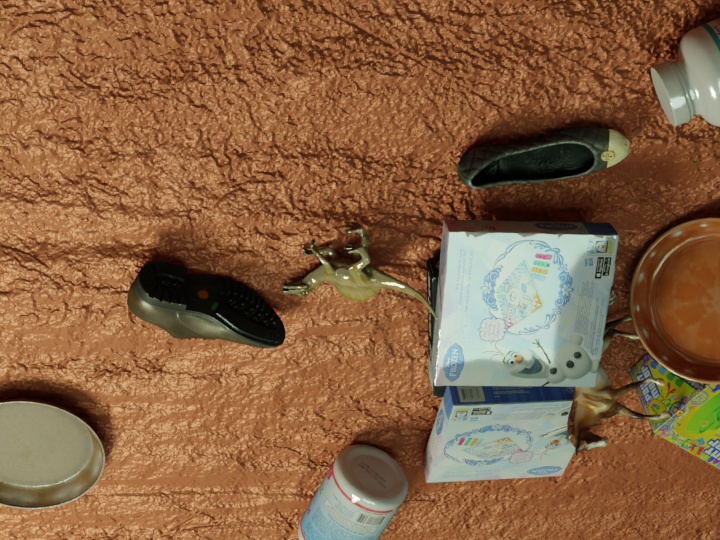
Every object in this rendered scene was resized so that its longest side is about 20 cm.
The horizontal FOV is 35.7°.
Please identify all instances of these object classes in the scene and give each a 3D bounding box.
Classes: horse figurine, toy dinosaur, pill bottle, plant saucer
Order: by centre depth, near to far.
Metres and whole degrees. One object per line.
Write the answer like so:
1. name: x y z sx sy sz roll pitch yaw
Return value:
1. pill bottle: 0.416 -0.223 1.187 0.200 0.111 0.111 -22 126 10
2. toy dinosaur: 0.000 0.000 1.325 0.200 0.058 0.101 5 130 24
3. plant saucer: 0.428 0.036 1.355 0.200 0.200 0.032 -44 161 23
4. horse figurine: 0.307 0.124 1.411 0.132 0.200 0.050 -13 163 2
5. plant saucer: -0.438 0.237 1.475 0.200 0.032 0.200 -4 126 -5
6. pill bottle: -0.021 0.346 1.559 0.109 0.109 0.200 17 123 -18

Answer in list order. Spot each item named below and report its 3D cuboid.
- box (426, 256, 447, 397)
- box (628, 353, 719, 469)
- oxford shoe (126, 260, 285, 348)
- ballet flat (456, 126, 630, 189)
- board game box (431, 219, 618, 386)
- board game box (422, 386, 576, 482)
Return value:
1. box: 0.165 0.066 1.411 0.161 0.049 0.200 -7 127 -6
2. box: 0.502 0.151 1.470 0.200 0.122 0.193 28 120 -25
3. oxford shoe: -0.186 0.052 1.355 0.200 0.073 0.084 23 137 -20
4. ballet flat: 0.209 -0.120 1.272 0.200 0.057 0.067 -10 128 0
5. board game box: 0.190 0.041 1.322 0.199 0.043 0.200 1 113 -6
6. board game box: 0.197 0.214 1.495 0.200 0.043 0.199 -1 140 -10
